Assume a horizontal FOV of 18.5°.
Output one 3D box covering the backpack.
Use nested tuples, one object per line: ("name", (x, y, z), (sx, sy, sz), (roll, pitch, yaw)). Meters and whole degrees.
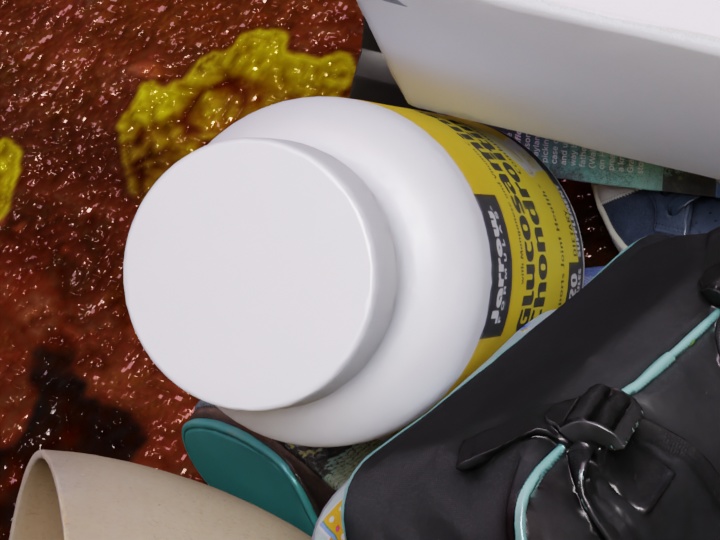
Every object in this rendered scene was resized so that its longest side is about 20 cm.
("backpack", (0.095, 0.107, 0.661), (0.176, 0.200, 0.153), (-38, 14, -35))

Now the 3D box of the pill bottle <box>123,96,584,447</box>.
("pill bottle", (0.000, 0.000, 0.735), (0.112, 0.200, 0.112), (0, 91, 19))

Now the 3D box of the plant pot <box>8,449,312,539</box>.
("plant pot", (-0.047, 0.162, 0.744), (0.134, 0.200, 0.200), (3, 50, -15))

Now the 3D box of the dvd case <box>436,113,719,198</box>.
("dvd case", (0.126, -0.098, 0.792), (0.200, 0.022, 0.146), (7, 104, 18))

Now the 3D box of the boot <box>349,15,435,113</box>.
("boot", (0.040, -0.127, 0.896), (0.074, 0.200, 0.076), (21, 43, 2))

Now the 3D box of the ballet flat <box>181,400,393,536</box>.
("ballet flat", (0.007, 0.082, 0.824), (0.074, 0.074, 0.200), (-48, 35, -12))

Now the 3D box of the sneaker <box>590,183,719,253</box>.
("sneaker", (0.113, -0.067, 0.864), (0.075, 0.085, 0.200), (-27, 44, -4))

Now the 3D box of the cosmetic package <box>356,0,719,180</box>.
("cosmetic package", (0.126, -0.137, 0.685), (0.199, 0.123, 0.200), (15, 75, 16))

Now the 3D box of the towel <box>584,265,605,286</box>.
("towel", (0.093, 0.082, 0.823), (0.147, 0.024, 0.200), (-3, 54, 26))
